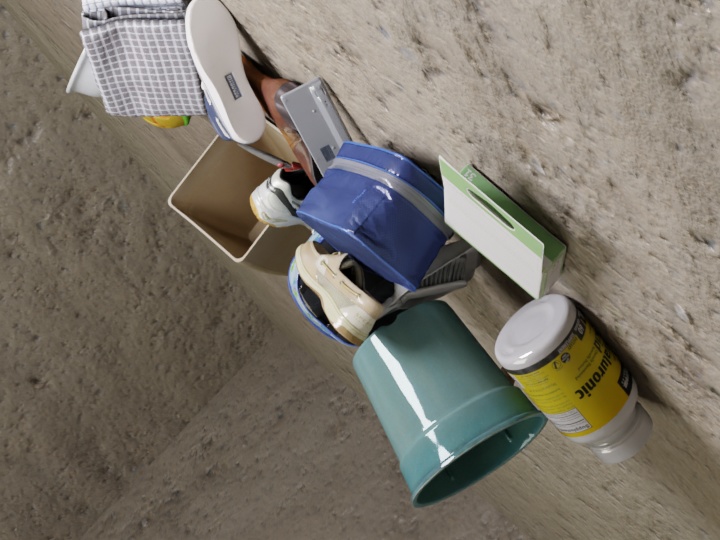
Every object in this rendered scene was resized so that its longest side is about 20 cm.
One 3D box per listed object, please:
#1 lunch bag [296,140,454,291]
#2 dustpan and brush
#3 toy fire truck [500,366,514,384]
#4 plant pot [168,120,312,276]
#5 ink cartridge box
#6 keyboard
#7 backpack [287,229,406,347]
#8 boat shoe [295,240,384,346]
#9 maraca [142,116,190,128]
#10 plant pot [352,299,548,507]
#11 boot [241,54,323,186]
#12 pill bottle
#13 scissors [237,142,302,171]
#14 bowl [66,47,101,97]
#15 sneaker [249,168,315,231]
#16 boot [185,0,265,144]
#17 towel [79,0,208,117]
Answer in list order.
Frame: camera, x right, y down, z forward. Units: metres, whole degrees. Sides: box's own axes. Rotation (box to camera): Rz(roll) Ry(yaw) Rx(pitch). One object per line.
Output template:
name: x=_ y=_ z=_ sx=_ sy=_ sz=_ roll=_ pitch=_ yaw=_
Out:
lunch bag: x=0.026 y=-0.077 z=1.439 sx=0.136 sy=0.133 sz=0.200 roll=40 pitch=172 yaw=-30
dustpan and brush: x=0.065 y=0.025 z=1.492 sx=0.140 sy=0.197 sz=0.058 roll=79 pitch=176 yaw=-72
toy fire truck: x=0.199 y=0.139 z=1.581 sx=0.049 sy=0.141 sz=0.200 roll=44 pitch=171 yaw=-8
plant pot: x=-0.146 y=-0.105 z=1.900 sx=0.199 sy=0.200 sz=0.177 roll=37 pitch=179 yaw=35
ink cartridge box: x=0.151 y=-0.054 z=1.258 sx=0.145 sy=0.048 sz=0.200 roll=42 pitch=169 yaw=16
keyboard: x=-0.035 y=-0.154 z=1.521 sx=0.011 sy=0.056 sz=0.201 roll=-98 pitch=-17 yaw=-54
backpack: x=0.000 y=0.000 z=1.656 sx=0.183 sy=0.200 sz=0.147 roll=46 pitch=170 yaw=-14
boat shoe: x=-0.023 y=0.013 z=1.465 sx=0.072 sy=0.065 sz=0.200 roll=34 pitch=-166 yaw=-33
maraca: x=-0.357 y=-0.313 z=2.102 sx=0.138 sy=0.107 sz=0.200 roll=57 pitch=166 yaw=-24
plant pot: x=0.098 y=0.159 z=1.490 sx=0.197 sy=0.199 sz=0.201 roll=56 pitch=175 yaw=22
boot: x=-0.106 y=-0.202 z=1.650 sx=0.200 sy=0.068 sz=0.189 roll=35 pitch=167 yaw=48
pill bottle: x=0.258 y=0.133 z=1.408 sx=0.200 sy=0.111 sz=0.111 roll=48 pitch=170 yaw=-21
scissors: x=-0.110 y=-0.147 z=1.707 sx=0.198 sy=0.014 sz=0.073 roll=10 pitch=159 yaw=-39
bowl: x=-0.376 y=-0.348 z=1.859 sx=0.090 sy=0.203 sz=0.201 roll=27 pitch=175 yaw=-14
sneaker: x=-0.060 y=-0.104 z=1.714 sx=0.198 sy=0.088 sz=0.076 roll=-2 pitch=-124 yaw=-44
boot: x=-0.195 y=-0.264 z=1.594 sx=0.090 sy=0.072 sz=0.202 roll=11 pitch=122 yaw=61
towel: x=-0.304 y=-0.303 z=1.706 sx=0.163 sy=0.086 sz=0.201 roll=1 pitch=145 yaw=7
